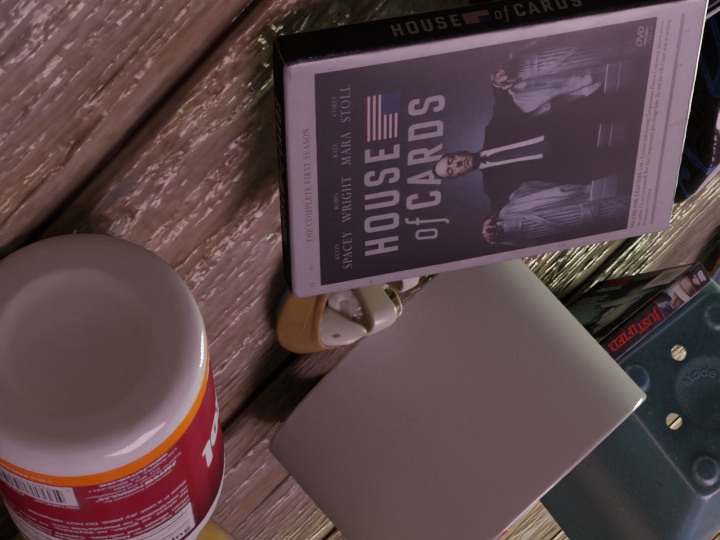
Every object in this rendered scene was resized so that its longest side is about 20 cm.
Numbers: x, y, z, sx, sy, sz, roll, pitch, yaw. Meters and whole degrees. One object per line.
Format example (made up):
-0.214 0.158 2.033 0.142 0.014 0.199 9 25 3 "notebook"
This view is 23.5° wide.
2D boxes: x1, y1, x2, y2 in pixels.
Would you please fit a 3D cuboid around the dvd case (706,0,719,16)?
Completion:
0.189 -0.150 0.927 0.150 0.025 0.200 -33 180 35 "dvd case"

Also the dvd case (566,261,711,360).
0.150 0.062 1.280 0.200 0.022 0.146 -38 -171 -23 "dvd case"

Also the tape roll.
0.060 0.096 1.082 0.203 0.139 0.203 -42 171 -8 "tape roll"

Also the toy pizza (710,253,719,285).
0.383 -0.049 1.560 0.200 0.032 0.200 -34 158 -16 "toy pizza"

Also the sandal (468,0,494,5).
0.114 -0.178 0.822 0.055 0.081 0.201 -62 173 -54 "sandal"

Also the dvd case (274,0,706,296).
0.060 -0.063 0.827 0.199 0.025 0.151 -11 137 -10 "dvd case"

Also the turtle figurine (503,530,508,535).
0.034 0.256 1.493 0.161 0.065 0.200 -41 168 17 "turtle figurine"

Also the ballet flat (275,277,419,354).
0.000 0.000 0.951 0.068 0.063 0.200 -28 155 -31 "ballet flat"

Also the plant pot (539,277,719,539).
0.239 0.112 1.337 0.196 0.196 0.200 -35 171 -16 "plant pot"

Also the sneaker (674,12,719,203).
0.235 -0.118 1.112 0.077 0.076 0.200 -23 153 -30 "sneaker"

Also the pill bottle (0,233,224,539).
-0.122 0.076 0.819 0.113 0.113 0.200 -35 158 -17 "pill bottle"

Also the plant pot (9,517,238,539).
-0.146 0.215 0.956 0.189 0.200 0.201 -52 162 -16 "plant pot"
